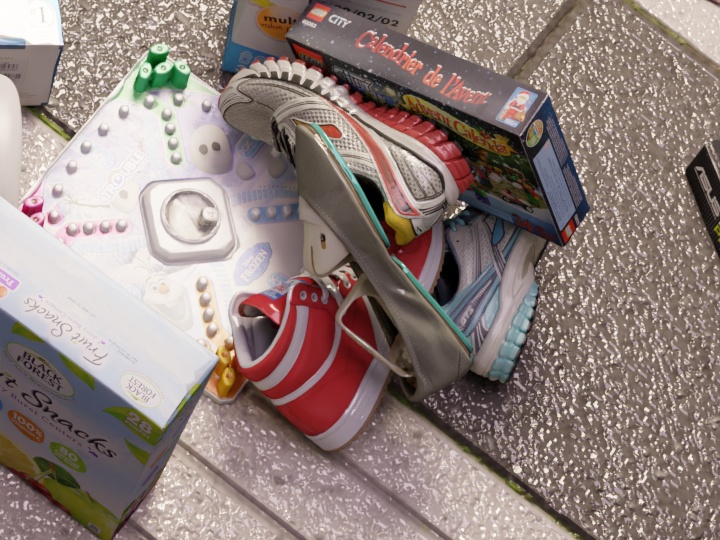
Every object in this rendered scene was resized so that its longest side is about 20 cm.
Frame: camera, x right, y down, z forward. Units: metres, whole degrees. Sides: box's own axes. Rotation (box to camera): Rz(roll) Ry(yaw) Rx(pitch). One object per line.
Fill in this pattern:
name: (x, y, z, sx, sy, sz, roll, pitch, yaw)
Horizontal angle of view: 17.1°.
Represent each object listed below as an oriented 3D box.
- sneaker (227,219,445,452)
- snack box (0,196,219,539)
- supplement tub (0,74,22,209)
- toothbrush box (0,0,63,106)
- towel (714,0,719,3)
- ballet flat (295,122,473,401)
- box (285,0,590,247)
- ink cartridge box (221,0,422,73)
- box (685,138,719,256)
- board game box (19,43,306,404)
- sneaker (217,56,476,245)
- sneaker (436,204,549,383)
sneaker: (-0.017, 0.009, 1.614, 0.112, 0.071, 0.201, 39, 58, -29)
snack box: (-0.189, 0.066, 1.480, 0.168, 0.200, 0.068, 36, 59, 4)
supplement tub: (-0.324, -0.061, 1.536, 0.198, 0.145, 0.146, 3, 63, -15)
toothbrush box: (-0.291, -0.220, 1.663, 0.145, 0.085, 0.201, 0, 63, -17)
towel: (0.267, -0.294, 1.890, 0.199, 0.023, 0.144, 24, 74, -4)
ballet flat: (0.000, 0.000, 1.547, 0.064, 0.067, 0.201, -36, 106, -6)
box: (0.053, -0.101, 1.630, 0.199, 0.137, 0.038, 26, 70, 31)
ink cartridge box: (-0.019, -0.203, 1.669, 0.114, 0.200, 0.068, 14, 59, -9)
box: (0.362, -0.033, 1.790, 0.199, 0.044, 0.161, -10, 67, -21)
board game box: (-0.117, -0.038, 1.657, 0.199, 0.026, 0.200, 35, 60, 2)
sneaker: (-0.023, -0.081, 1.620, 0.199, 0.078, 0.082, 25, 69, 33)
sneaker: (0.089, -0.024, 1.685, 0.086, 0.078, 0.201, 16, 60, -4)
